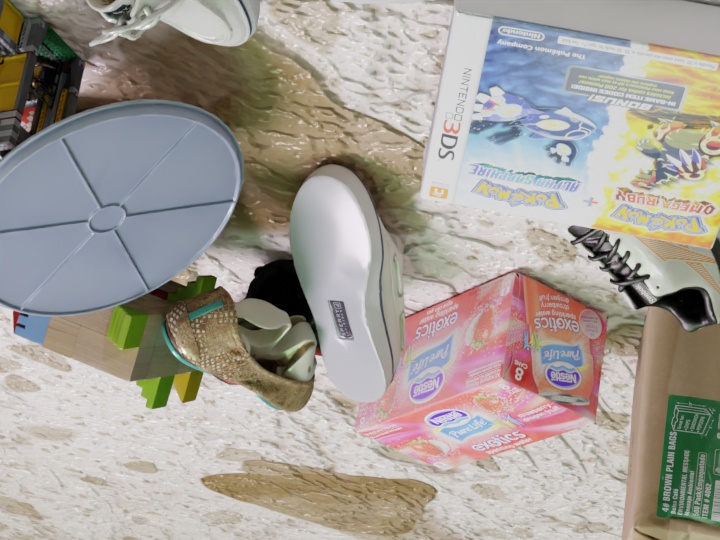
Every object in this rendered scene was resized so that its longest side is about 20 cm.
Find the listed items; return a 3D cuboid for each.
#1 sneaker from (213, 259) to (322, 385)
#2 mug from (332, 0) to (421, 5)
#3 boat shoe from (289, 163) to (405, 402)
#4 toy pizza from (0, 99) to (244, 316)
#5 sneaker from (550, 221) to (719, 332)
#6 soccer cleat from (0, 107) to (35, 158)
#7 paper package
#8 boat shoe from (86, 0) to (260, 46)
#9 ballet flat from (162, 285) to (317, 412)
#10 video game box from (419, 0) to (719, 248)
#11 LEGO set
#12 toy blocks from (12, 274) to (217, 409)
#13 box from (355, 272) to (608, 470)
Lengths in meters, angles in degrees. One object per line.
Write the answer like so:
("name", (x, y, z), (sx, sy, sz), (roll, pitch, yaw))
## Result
("sneaker", (-0.071, 0.039, 1.549), (0.098, 0.071, 0.199), (29, 147, -35))
("mug", (0.003, -0.224, 0.919), (0.174, 0.148, 0.201), (-5, 121, 44))
("boat shoe", (0.000, 0.000, 1.430), (0.070, 0.070, 0.202), (6, 126, 27))
("toy pizza", (-0.171, -0.044, 1.259), (0.198, 0.032, 0.201), (-20, 146, -14))
("sneaker", (0.185, -0.023, 1.316), (0.199, 0.081, 0.074), (24, 154, -23))
("soccer cleat", (-0.208, -0.071, 1.356), (0.198, 0.086, 0.069), (6, 155, 8))
("paper package", (0.260, 0.144, 1.492), (0.102, 0.202, 0.191), (6, 154, 8))
("boat shoe", (-0.138, -0.169, 1.125), (0.074, 0.087, 0.202), (-10, 148, 36))
("ballet flat", (-0.070, 0.058, 1.423), (0.065, 0.071, 0.200), (-30, 157, 17))
("video game box", (0.143, -0.097, 1.186), (0.198, 0.047, 0.183), (10, 147, 1))
("LEGO set", (-0.275, -0.116, 1.243), (0.152, 0.117, 0.200), (-2, 151, 18))
("toy blocks", (-0.189, 0.031, 1.439), (0.136, 0.101, 0.200), (20, -172, 19))
("box", (0.095, 0.085, 1.551), (0.102, 0.096, 0.199), (26, 151, -28))
